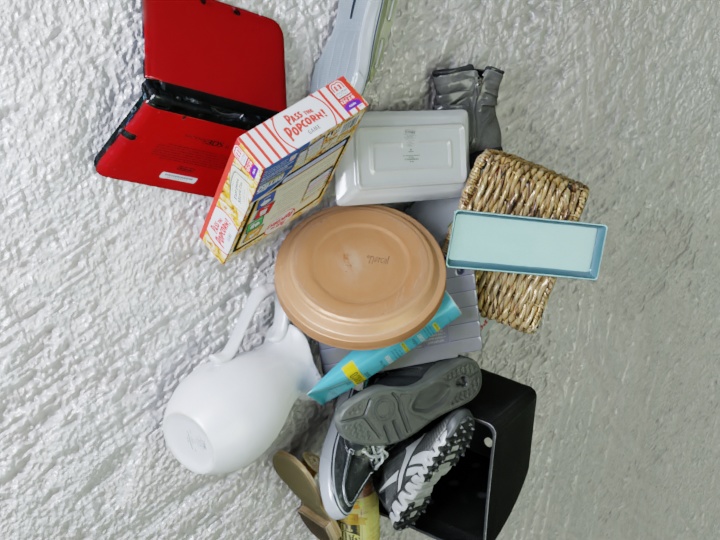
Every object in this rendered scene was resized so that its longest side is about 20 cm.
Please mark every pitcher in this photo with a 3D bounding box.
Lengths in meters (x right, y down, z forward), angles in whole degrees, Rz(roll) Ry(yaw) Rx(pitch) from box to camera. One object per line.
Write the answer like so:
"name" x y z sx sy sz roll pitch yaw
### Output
"pitcher" -0.136 0.123 1.578 0.200 0.121 0.173 -37 122 -43

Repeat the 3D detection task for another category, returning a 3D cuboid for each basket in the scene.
"basket" 0.186 -0.041 1.738 0.143 0.148 0.202 -39 148 -79

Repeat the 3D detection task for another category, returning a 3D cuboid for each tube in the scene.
"tube" 0.025 0.090 1.616 0.199 0.051 0.077 -37 155 1

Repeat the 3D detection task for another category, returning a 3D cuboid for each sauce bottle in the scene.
"sauce bottle" -0.004 0.354 1.860 0.066 0.066 0.202 -26 124 -36

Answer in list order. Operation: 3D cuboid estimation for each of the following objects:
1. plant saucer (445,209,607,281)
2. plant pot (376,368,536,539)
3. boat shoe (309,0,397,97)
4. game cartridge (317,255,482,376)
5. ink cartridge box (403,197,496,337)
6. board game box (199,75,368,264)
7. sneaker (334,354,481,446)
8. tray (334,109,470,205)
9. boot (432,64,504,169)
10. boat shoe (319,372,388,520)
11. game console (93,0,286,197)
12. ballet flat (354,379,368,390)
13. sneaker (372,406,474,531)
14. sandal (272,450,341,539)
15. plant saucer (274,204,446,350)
"plant saucer" 0.195 -0.031 1.635 0.198 0.019 0.071 5 103 -19
"plant pot" 0.133 0.231 1.861 0.177 0.198 0.202 -27 127 -49
"boat shoe" 0.000 -0.248 1.564 0.062 0.072 0.202 13 97 -46
"game cartridge" 0.043 0.055 1.662 0.198 0.038 0.131 -10 118 -4
"ink cartridge box" 0.125 -0.011 1.803 0.147 0.083 0.200 -51 138 -15
"board game box" -0.084 -0.104 1.482 0.151 0.046 0.200 -34 167 -32
"sneaker" 0.041 0.154 1.699 0.198 0.114 0.077 -24 106 -26
"tray" 0.056 -0.135 1.638 0.199 0.022 0.108 -6 95 -34
"boot" 0.096 -0.185 1.713 0.199 0.070 0.133 -17 109 -39
"boat shoe" 0.003 0.216 1.730 0.074 0.068 0.200 55 38 -38
"game console" -0.177 -0.182 1.449 0.199 0.119 0.172 9 133 -48
"ballet flat" -0.022 0.053 1.706 0.071 0.071 0.202 -17 118 -41
"sneaker" 0.070 0.233 1.749 0.066 0.091 0.201 -10 139 -46
"sandal" -0.051 0.268 1.765 0.070 0.077 0.212 -46 144 -23
"plant saucer" 0.000 0.000 1.587 0.200 0.200 0.032 -39 154 -26
